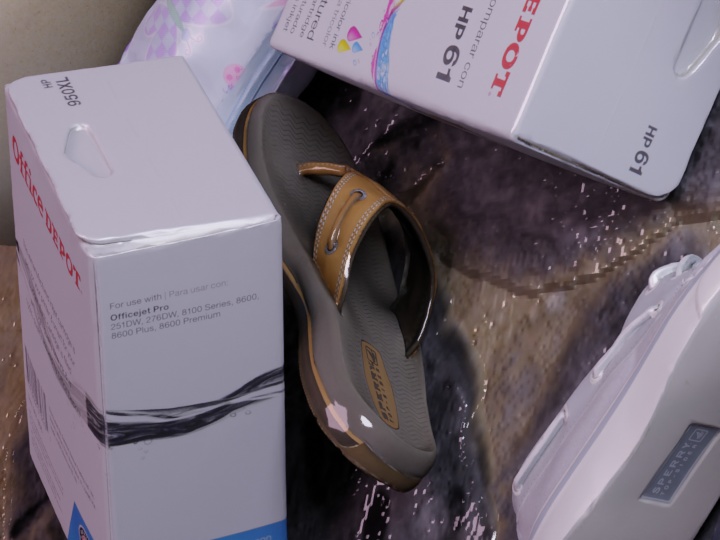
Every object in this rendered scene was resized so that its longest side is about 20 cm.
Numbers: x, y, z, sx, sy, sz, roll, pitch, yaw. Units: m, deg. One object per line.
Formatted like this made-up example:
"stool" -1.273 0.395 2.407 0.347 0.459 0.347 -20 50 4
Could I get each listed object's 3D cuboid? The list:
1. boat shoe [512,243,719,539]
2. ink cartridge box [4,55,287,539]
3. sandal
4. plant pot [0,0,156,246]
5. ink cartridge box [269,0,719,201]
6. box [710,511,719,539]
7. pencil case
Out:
"boat shoe" 0.117 0.032 0.953 0.200 0.072 0.069 -62 33 28
"ink cartridge box" -0.091 0.031 1.147 0.145 0.084 0.200 -123 27 -51
"sandal" 0.000 0.000 1.120 0.055 0.082 0.200 -40 42 25
"plant pot" -0.178 -0.149 1.375 0.200 0.187 0.187 -51 37 17
"ink cartridge box" 0.066 -0.125 1.086 0.200 0.085 0.145 26 94 56
"box" 0.222 0.044 0.737 0.200 0.124 0.197 23 91 56
"pencil case" -0.035 -0.131 1.238 0.200 0.083 0.091 -52 51 25
